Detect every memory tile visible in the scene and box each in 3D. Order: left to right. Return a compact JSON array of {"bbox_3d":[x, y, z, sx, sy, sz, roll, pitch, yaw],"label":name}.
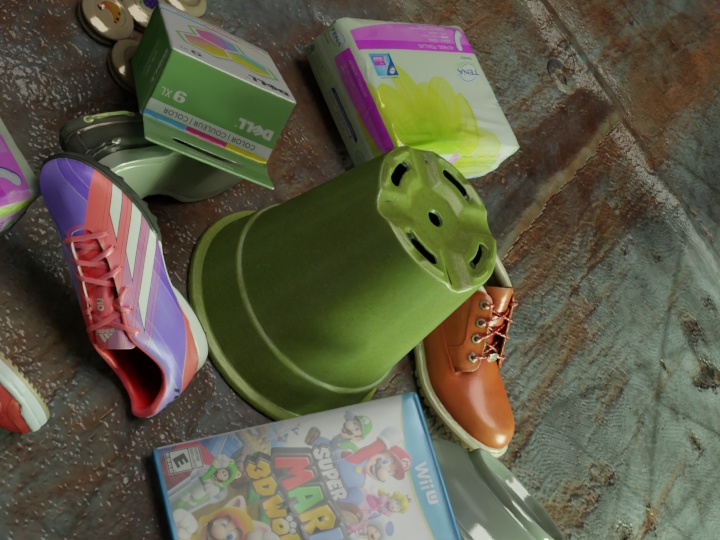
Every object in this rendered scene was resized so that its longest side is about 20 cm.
[{"bbox_3d":[-0.173,-0.208,1.164,0.153,0.017,0.200,-30,88,-51],"label":"memory tile"}]

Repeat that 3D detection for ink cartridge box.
[{"bbox_3d":[-0.113,-0.138,1.032,0.104,0.059,0.200,23,17,-21],"label":"ink cartridge box"}]

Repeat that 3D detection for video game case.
[{"bbox_3d":[-0.035,0.174,0.958,0.200,0.018,0.143,-11,68,-16],"label":"video game case"}]

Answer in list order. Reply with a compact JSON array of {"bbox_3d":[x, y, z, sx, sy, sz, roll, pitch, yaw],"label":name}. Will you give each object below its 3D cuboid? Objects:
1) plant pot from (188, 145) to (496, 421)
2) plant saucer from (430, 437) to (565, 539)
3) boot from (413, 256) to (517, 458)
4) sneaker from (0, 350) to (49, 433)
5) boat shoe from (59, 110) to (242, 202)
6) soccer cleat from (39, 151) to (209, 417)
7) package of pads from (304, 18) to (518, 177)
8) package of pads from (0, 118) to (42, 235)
[{"bbox_3d":[0.000,0.000,1.060,0.200,0.190,0.200,25,49,-33],"label":"plant pot"},{"bbox_3d":[0.112,0.196,1.072,0.200,0.050,0.200,47,7,-7],"label":"plant saucer"},{"bbox_3d":[0.100,0.063,1.188,0.075,0.107,0.200,-7,71,-50],"label":"boot"},{"bbox_3d":[-0.280,0.071,0.815,0.113,0.071,0.200,-55,137,-18],"label":"sneaker"},{"bbox_3d":[-0.152,-0.094,1.061,0.060,0.072,0.202,52,28,16],"label":"boat shoe"},{"bbox_3d":[-0.169,0.011,0.932,0.200,0.068,0.073,67,33,-31],"label":"soccer cleat"},{"bbox_3d":[0.056,-0.163,1.317,0.200,0.068,0.155,-9,70,-48],"label":"package of pads"},{"bbox_3d":[-0.321,-0.071,0.873,0.200,0.068,0.155,-25,81,-50],"label":"package of pads"}]
